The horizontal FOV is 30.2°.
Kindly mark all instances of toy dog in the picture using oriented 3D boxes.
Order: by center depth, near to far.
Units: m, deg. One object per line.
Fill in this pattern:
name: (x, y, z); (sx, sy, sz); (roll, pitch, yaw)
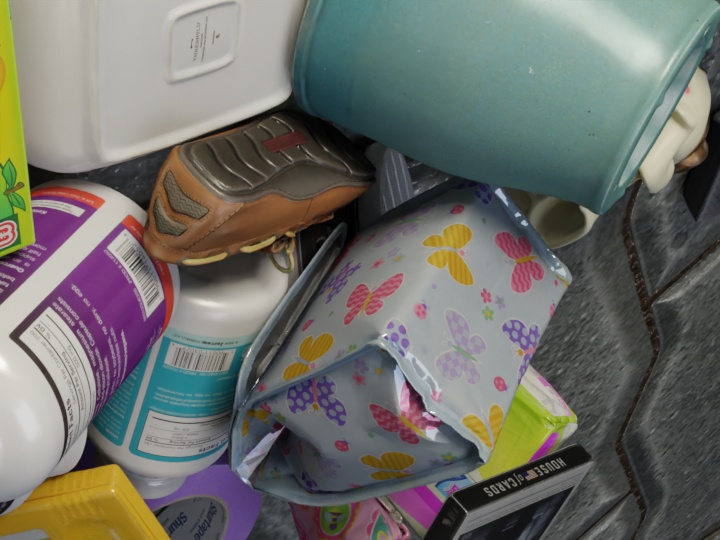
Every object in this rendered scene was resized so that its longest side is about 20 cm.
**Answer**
toy dog: (0.190, -0.099, 1.035); (0.199, 0.140, 0.194); (-28, 159, -22)

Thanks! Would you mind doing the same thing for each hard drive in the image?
hard drive: (0.409, -0.133, 1.329); (0.199, 0.042, 0.135); (-24, 144, -29)

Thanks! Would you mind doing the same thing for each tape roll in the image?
tape roll: (-0.178, 0.204, 1.056); (0.200, 0.066, 0.201); (-30, 147, -22)

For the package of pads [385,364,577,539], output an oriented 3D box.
package of pads: (0.059, 0.106, 1.072); (0.155, 0.200, 0.068); (-53, 154, 15)

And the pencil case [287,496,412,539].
pencil case: (-0.029, 0.150, 1.025); (0.087, 0.201, 0.088); (-21, 153, -12)

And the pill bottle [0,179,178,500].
pill bottle: (-0.185, 0.042, 0.707); (0.200, 0.112, 0.113); (-57, 170, -52)

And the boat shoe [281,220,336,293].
boat shoe: (-0.045, -0.023, 0.933); (0.066, 0.070, 0.201); (-26, 138, -22)

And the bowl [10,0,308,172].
bowl: (-0.101, -0.143, 0.709); (0.199, 0.075, 0.201); (-23, 142, -31)

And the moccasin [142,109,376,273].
moccasin: (-0.055, -0.043, 0.783); (0.078, 0.074, 0.201); (-52, 172, 28)

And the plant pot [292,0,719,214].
plant pot: (0.093, -0.135, 0.766); (0.200, 0.187, 0.200); (-55, 167, -19)

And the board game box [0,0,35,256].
board game box: (-0.200, -0.105, 0.613); (0.047, 0.102, 0.201); (-25, 145, -28)

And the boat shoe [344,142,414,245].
boat shoe: (0.000, 0.000, 0.997); (0.072, 0.071, 0.201); (-45, 138, -56)

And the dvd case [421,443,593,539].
dvd case: (0.084, 0.224, 1.023); (0.150, 0.025, 0.201); (-13, 138, -43)

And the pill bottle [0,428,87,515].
pill bottle: (-0.264, 0.097, 0.779); (0.199, 0.113, 0.113); (-4, 132, -46)

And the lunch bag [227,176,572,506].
lunch bag: (0.007, 0.048, 0.839); (0.200, 0.127, 0.170); (-26, -157, 46)

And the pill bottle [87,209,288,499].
pill bottle: (-0.126, 0.061, 0.895); (0.110, 0.111, 0.201); (-13, 139, -40)

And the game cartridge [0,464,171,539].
game cartridge: (-0.227, 0.207, 0.915); (0.199, 0.033, 0.177); (-11, 137, 10)
